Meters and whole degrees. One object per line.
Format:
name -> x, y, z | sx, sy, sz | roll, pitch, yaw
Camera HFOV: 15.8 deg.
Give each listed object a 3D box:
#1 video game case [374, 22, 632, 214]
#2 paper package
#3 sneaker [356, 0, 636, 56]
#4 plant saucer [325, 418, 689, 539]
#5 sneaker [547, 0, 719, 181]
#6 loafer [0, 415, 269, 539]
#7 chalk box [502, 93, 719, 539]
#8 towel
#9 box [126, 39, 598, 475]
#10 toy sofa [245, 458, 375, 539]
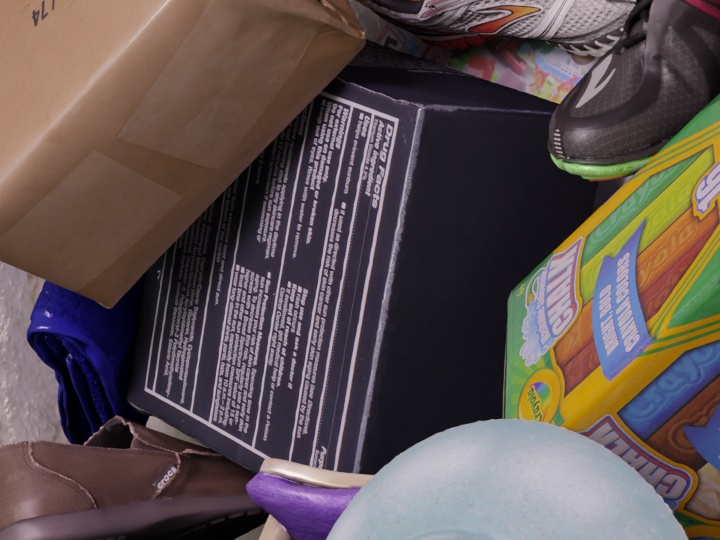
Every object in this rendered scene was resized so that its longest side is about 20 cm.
video game case -> 0.093, -0.108, 1.277 | 0.182, 0.022, 0.200 | -57, 47, 21
paper package -> -0.114, -0.118, 1.225 | 0.200, 0.103, 0.191 | -45, 42, 25
sneaker -> 0.069, -0.142, 1.235 | 0.200, 0.082, 0.078 | -5, 78, 45
plant saucer -> 0.043, 0.156, 1.018 | 0.201, 0.039, 0.202 | -8, 75, 34
sneaker -> 0.142, -0.122, 1.136 | 0.077, 0.084, 0.200 | 20, 66, 49
loafer -> -0.102, 0.103, 1.301 | 0.073, 0.200, 0.071 | -30, 72, 38
chalk box -> 0.139, 0.044, 1.092 | 0.200, 0.124, 0.125 | -45, 23, 29
towel -> -0.111, -0.015, 1.359 | 0.049, 0.148, 0.200 | 12, 63, 10
box -> 0.000, 0.000, 1.253 | 0.198, 0.123, 0.201 | 25, 109, 51
toy sofa -> 0.034, 0.144, 1.090 | 0.200, 0.098, 0.083 | 2, 58, 36
